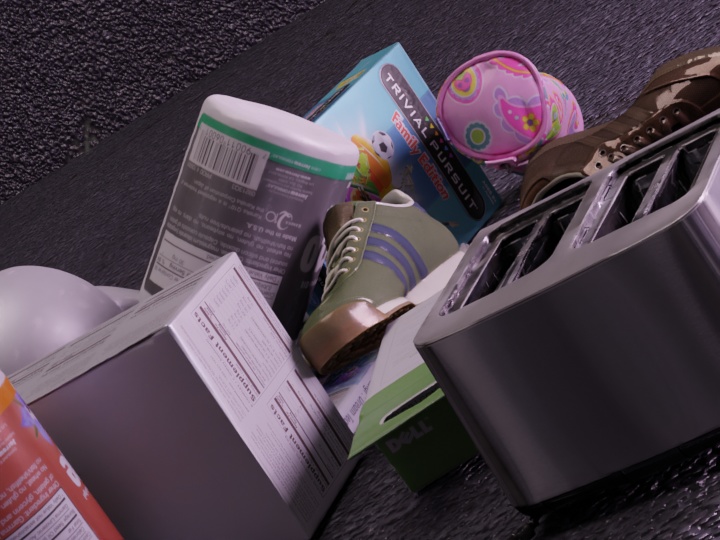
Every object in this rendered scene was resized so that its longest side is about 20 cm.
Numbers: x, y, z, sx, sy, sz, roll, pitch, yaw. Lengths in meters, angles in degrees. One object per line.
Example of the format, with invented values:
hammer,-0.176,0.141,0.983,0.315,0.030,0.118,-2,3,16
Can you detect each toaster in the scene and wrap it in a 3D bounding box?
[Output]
toaster,0.138,0.022,1.090,0.180,0.119,0.200,-28,15,31

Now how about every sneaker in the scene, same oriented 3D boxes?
sneaker,0.190,-0.074,1.466,0.199,0.070,0.076,-32,28,36
sneaker,0.000,0.000,1.424,0.067,0.090,0.200,-44,-9,31

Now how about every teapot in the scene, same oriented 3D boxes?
teapot,-0.231,0.099,1.696,0.145,0.202,0.197,14,7,23

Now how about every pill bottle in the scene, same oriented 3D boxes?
pill bottle,-0.083,-0.008,1.479,0.113,0.112,0.201,-114,43,-77
pill bottle,-0.198,0.161,1.249,0.112,0.201,0.112,-32,13,8

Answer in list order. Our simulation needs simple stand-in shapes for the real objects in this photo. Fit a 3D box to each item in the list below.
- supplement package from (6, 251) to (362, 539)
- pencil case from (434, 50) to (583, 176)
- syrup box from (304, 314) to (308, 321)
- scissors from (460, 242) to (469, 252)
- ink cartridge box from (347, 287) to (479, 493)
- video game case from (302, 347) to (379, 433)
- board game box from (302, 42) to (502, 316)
supplement package,-0.129,0.113,1.348,0.199,0.156,0.111,-28,12,28
pencil case,0.112,-0.111,1.608,0.087,0.088,0.200,-32,-6,11
syrup box,-0.048,-0.011,1.764,0.199,0.082,0.079,-27,14,27
scissors,0.069,0.012,1.536,0.073,0.014,0.200,-38,14,-3
ink cartridge box,0.060,0.063,1.264,0.103,0.059,0.200,-33,12,17
video game case,-0.062,0.108,1.501,0.199,0.024,0.182,-28,14,33
board game box,0.007,-0.055,1.624,0.047,0.151,0.200,-22,18,44
